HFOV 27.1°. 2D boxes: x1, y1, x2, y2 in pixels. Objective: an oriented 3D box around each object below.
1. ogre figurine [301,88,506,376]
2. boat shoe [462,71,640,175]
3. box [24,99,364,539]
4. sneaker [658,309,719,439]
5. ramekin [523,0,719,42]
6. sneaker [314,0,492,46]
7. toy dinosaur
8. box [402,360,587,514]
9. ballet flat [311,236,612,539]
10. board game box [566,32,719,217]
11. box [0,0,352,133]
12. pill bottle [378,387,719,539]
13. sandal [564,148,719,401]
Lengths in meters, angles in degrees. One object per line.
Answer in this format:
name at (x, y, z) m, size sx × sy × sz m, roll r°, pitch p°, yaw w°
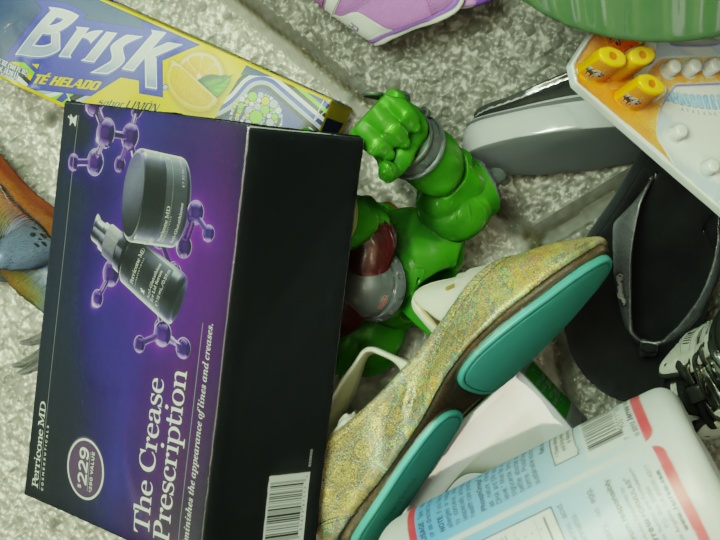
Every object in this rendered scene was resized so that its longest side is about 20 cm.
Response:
ogre figurine at (0.000, 0.000, 0.774) m, size 0.098 × 0.120 × 0.200 m, roll 30°, pitch 107°, yaw 42°
boat shoe at (0.149, -0.101, 0.782) m, size 0.199 × 0.070 × 0.066 m, roll -13°, pitch 72°, yaw 13°
box at (-0.084, 0.026, 0.719) m, size 0.141 × 0.079 × 0.201 m, roll 12°, pitch 97°, yaw 45°
sneaker at (0.185, 0.053, 0.714) m, size 0.088 × 0.200 × 0.076 m, roll -31°, pitch 77°, yaw 15°
ramekin at (0.134, -0.194, 0.649) m, size 0.199 × 0.098 × 0.200 m, roll -5°, pitch 55°, yaw 8°
sneaker at (0.049, -0.203, 0.777) m, size 0.114 × 0.073 × 0.200 m, roll 44°, pitch 123°, yaw 1°
toy dinosaur at (-0.162, 0.004, 0.830) m, size 0.181 × 0.105 × 0.201 m, roll 14°, pitch 83°, yaw -12°
box at (0.073, 0.178, 0.794) m, size 0.200 × 0.097 × 0.177 m, roll -42°, pitch 84°, yaw 8°
ballet flat at (0.036, 0.047, 0.724) m, size 0.071 × 0.071 × 0.200 m, roll 40°, pitch 97°, yaw 5°
board game box at (0.220, -0.102, 0.712) m, size 0.200 × 0.026 × 0.200 m, roll 39°, pitch 65°, yaw -9°
box at (-0.110, -0.103, 0.820) m, size 0.200 × 0.070 × 0.064 m, roll 24°, pitch 96°, yaw 7°
pill bottle at (0.078, 0.144, 0.688) m, size 0.200 × 0.109 × 0.109 m, roll -28°, pitch 88°, yaw 10°
sandal at (0.155, -0.015, 0.759) m, size 0.076 × 0.043 × 0.201 m, roll 11°, pitch 120°, yaw -6°
